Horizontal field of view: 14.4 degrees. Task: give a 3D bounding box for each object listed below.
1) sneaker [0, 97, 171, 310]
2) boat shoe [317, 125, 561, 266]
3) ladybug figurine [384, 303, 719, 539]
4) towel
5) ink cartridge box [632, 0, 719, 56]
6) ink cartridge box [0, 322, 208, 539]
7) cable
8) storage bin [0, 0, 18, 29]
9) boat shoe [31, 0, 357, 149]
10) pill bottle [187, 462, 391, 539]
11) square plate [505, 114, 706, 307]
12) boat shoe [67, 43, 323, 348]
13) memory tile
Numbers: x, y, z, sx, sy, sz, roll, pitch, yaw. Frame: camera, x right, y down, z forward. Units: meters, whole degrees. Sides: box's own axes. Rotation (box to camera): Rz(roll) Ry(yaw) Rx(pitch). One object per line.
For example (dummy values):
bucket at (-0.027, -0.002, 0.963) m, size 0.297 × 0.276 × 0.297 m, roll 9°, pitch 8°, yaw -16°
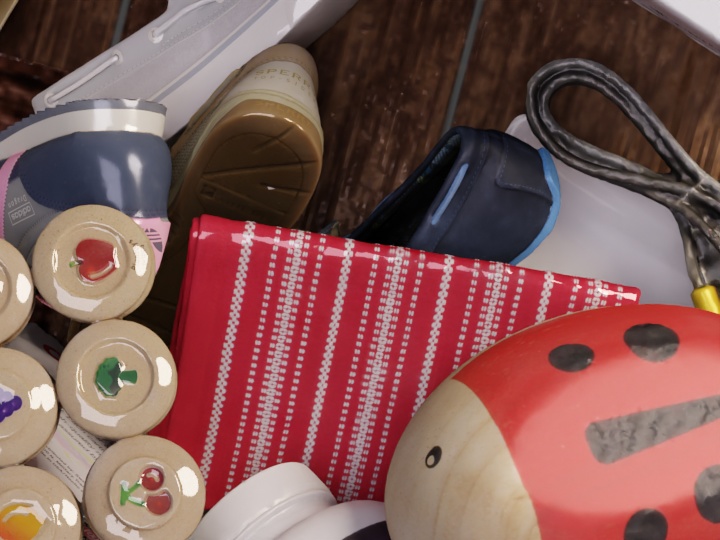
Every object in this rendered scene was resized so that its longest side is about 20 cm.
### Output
sneaker at (-0.148, -0.014, 1.275) m, size 0.070 × 0.200 × 0.082 m, roll 1°, pitch 76°, yaw -31°
boat shoe at (0.000, 0.000, 1.282) m, size 0.069 × 0.084 × 0.200 m, roll 29°, pitch 114°, yaw -35°
ladybug figurine at (0.108, 0.075, 1.172) m, size 0.200 × 0.072 × 0.136 m, roll -20°, pitch 74°, yaw -19°
towel at (0.011, 0.053, 1.252) m, size 0.199 × 0.023 × 0.145 m, roll 9°, pitch 118°, yaw -4°
ink cartridge box at (0.134, -0.153, 1.201) m, size 0.145 × 0.200 × 0.084 m, roll 34°, pitch 96°, yaw 7°
ink cartridge box at (-0.151, 0.109, 1.269) m, size 0.145 × 0.200 × 0.084 m, roll 43°, pitch 102°, yaw 6°
cable at (0.156, -0.022, 1.251) m, size 0.097 × 0.050 × 0.200 m, roll -36°, pitch 89°, yaw 7°
storage bin at (-0.271, -0.093, 1.285) m, size 0.094 × 0.198 × 0.200 m, roll 36°, pitch 99°, yaw 24°
boat shoe at (-0.067, -0.115, 1.312) m, size 0.200 × 0.072 × 0.069 m, roll -39°, pitch 86°, yaw 19°
pill bottle at (0.011, 0.176, 1.196) m, size 0.113 × 0.112 × 0.200 m, roll -49°, pitch 65°, yaw 9°
square plate at (0.114, 0.060, 1.304) m, size 0.200 × 0.028 × 0.198 m, roll 29°, pitch 97°, yaw 8°
boat shoe at (-0.072, -0.022, 1.297) m, size 0.072 × 0.065 × 0.200 m, roll 24°, pitch 132°, yaw -13°
memory tile at (-0.142, 0.080, 1.159) m, size 0.153 × 0.017 × 0.201 m, roll -12°, pitch 79°, yaw -7°
